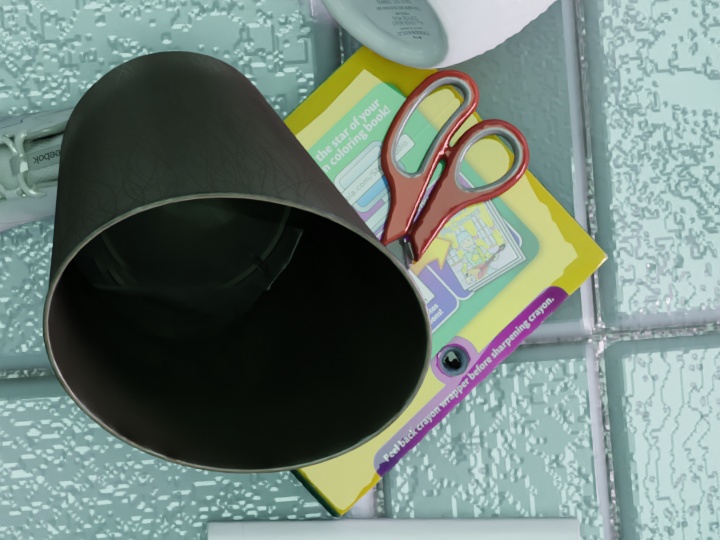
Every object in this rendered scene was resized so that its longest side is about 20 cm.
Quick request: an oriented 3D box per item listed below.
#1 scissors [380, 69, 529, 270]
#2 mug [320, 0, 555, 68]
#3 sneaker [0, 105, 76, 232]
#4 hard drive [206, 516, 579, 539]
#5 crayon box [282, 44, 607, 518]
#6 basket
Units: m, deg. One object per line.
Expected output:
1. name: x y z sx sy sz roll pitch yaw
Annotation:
1. scissors: 0.014 -0.010 1.324 0.073 0.014 0.200 35 84 -4
2. mug: 0.038 -0.201 1.323 0.199 0.148 0.176 17 60 39
3. sneaker: -0.176 -0.056 1.331 0.199 0.087 0.075 -14 89 -5
4. hard drive: 0.018 0.199 1.361 0.199 0.027 0.133 0 87 -4
5. crayon box: 0.000 0.000 1.357 0.200 0.058 0.173 -43 89 -7
6. basket: -0.073 -0.015 1.210 0.179 0.200 0.137 14 112 -20
